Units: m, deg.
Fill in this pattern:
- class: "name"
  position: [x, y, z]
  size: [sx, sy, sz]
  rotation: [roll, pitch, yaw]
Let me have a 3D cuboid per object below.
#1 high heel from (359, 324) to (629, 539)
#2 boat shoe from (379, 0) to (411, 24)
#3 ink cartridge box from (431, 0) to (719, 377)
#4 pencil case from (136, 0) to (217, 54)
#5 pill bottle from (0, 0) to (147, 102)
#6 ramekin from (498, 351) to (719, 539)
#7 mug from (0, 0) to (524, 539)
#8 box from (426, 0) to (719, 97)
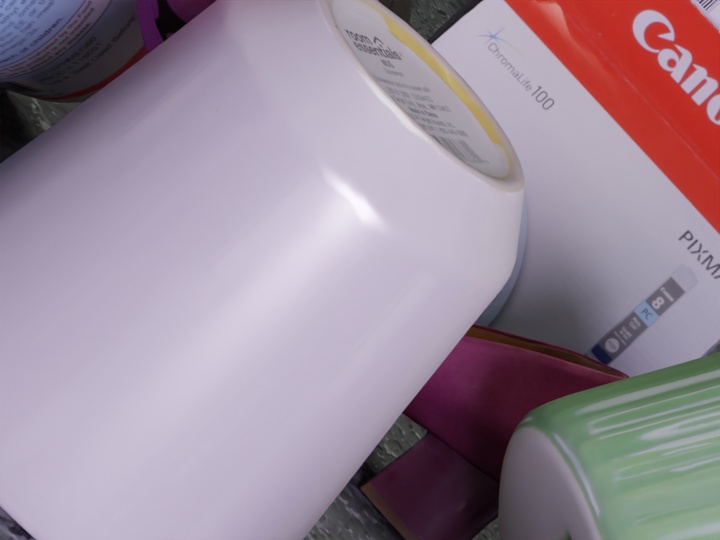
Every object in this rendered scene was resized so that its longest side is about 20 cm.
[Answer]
- class: "high heel"
  position: [0.000, 0.000, 1.018]
  size: [0.200, 0.096, 0.067]
  rotation: [47, 20, -1]
- class: "boat shoe"
  position: [-0.044, -0.146, 1.250]
  size: [0.073, 0.075, 0.200]
  rotation: [23, -20, 39]
- class: "ink cartridge box"
  position: [0.088, -0.036, 1.122]
  size: [0.160, 0.200, 0.047]
  rotation: [48, 21, 5]
- class: "pencil case"
  position: [-0.043, -0.129, 0.880]
  size: [0.094, 0.091, 0.200]
  rotation: [46, -17, 27]
- class: "pill bottle"
  position: [-0.142, -0.124, 0.941]
  size: [0.200, 0.109, 0.109]
  rotation: [16, 35, -58]
- class: "ramekin"
  position: [0.110, 0.119, 0.878]
  size: [0.200, 0.097, 0.201]
  rotation: [169, -90, -80]
- class: "mug"
  position: [-0.036, -0.012, 0.874]
  size: [0.149, 0.153, 0.187]
  rotation: [38, 20, -24]
- class: "box"
  position: [0.096, -0.051, 1.173]
  size: [0.156, 0.200, 0.041]
  rotation: [47, 18, -1]
